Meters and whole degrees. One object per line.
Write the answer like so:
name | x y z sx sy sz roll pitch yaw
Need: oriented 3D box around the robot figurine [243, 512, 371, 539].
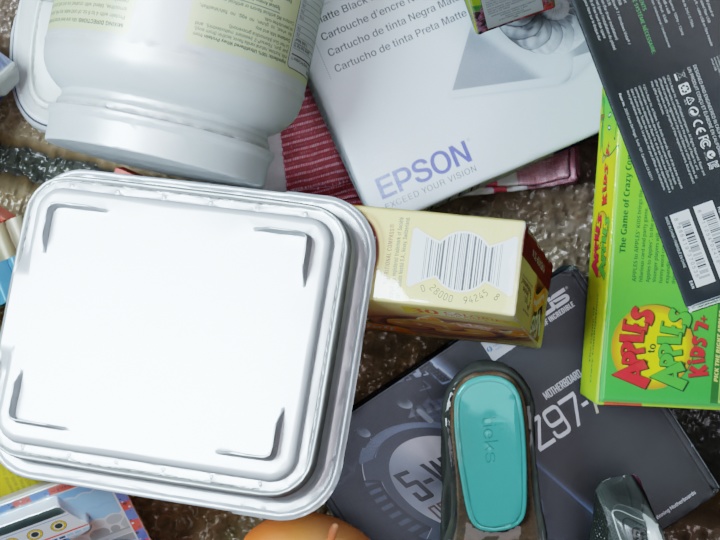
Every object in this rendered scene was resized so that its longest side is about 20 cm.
robot figurine | -0.053 0.215 1.068 0.144 0.117 0.200 45 109 1

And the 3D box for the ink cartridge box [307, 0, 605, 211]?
ink cartridge box | 0.059 -0.152 1.110 0.199 0.041 0.201 -24 88 -1

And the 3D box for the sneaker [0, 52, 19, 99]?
sneaker | -0.291 -0.057 1.098 0.080 0.115 0.199 40 64 12

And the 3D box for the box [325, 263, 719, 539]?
box | 0.085 0.116 1.126 0.199 0.044 0.161 -33 91 -2

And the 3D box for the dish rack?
dish rack | -0.100 0.033 0.998 0.199 0.044 0.173 7 81 14

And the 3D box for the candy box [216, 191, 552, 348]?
candy box | 0.000 0.000 1.065 0.199 0.115 0.056 6 80 13

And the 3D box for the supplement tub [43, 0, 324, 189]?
supplement tub | -0.091 -0.155 1.034 0.144 0.145 0.201 12 88 -1

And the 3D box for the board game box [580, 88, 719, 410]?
board game box | 0.184 -0.024 1.076 0.101 0.048 0.201 3 94 -5

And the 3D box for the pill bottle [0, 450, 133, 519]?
pill bottle | -0.202 0.096 1.085 0.199 0.112 0.113 -20 90 -2

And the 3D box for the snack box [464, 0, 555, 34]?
snack box | 0.048 -0.252 1.041 0.053 0.142 0.201 -18 60 2

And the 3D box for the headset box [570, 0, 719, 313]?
headset box | 0.176 -0.092 0.952 0.092 0.200 0.175 -20 95 13

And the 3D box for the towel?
towel | 0.026 -0.111 1.139 0.199 0.023 0.145 -7 88 -1

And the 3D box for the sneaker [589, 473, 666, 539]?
sneaker | 0.129 0.214 1.079 0.086 0.080 0.201 -2 110 -6

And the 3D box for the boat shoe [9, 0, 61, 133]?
boat shoe | -0.156 -0.178 1.113 0.072 0.066 0.201 22 88 -1

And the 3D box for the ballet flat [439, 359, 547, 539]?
ballet flat | 0.075 0.150 1.068 0.068 0.068 0.201 3 90 1

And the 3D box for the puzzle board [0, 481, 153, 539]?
puzzle board | -0.211 0.189 1.079 0.199 0.151 0.017 -21 47 -2

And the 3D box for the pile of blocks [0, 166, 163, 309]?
pile of blocks | -0.197 -0.016 1.102 0.199 0.082 0.062 -23 90 -1
